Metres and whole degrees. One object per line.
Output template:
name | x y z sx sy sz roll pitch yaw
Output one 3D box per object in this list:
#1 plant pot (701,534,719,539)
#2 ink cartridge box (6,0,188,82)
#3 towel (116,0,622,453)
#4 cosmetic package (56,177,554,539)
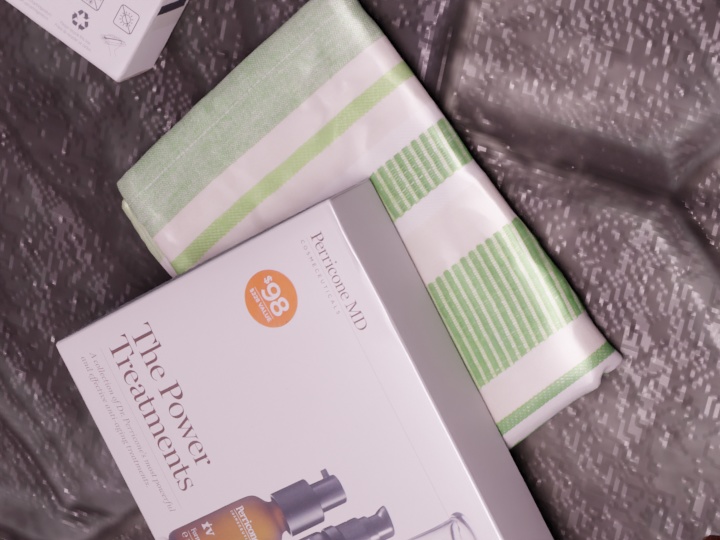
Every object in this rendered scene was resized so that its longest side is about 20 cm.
plant pot | 0.241 0.180 0.939 0.194 0.201 0.202 -13 99 18
ink cartridge box | -0.089 -0.188 1.056 0.099 0.039 0.200 37 117 10
towel | 0.000 0.000 1.080 0.152 0.023 0.200 -39 86 27
cosmetic package | -0.018 0.084 1.069 0.150 0.052 0.201 -27 91 24
